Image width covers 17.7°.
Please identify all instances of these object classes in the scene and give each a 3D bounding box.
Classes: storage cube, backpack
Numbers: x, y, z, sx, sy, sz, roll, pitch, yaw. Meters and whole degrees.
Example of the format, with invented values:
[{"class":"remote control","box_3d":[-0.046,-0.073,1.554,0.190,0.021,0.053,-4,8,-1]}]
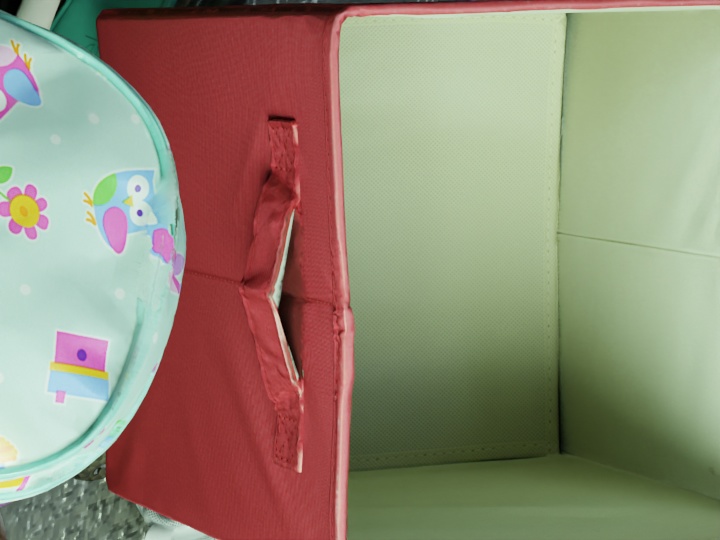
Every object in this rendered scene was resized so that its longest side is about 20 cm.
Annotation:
[{"class":"storage cube","box_3d":[0.028,-0.002,0.755,0.199,0.179,0.173,-5,98,-29]},{"class":"backpack","box_3d":[-0.144,-0.009,0.552,0.199,0.126,0.168,20,79,-21]}]

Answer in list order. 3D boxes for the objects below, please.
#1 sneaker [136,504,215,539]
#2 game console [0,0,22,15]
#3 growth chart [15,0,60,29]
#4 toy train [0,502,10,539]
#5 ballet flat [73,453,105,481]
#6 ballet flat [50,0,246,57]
[{"class":"sneaker","box_3d":[-0.031,0.041,0.960,0.115,0.075,0.201,25,86,-64]},{"class":"game console","box_3d":[-0.189,-0.069,0.679,0.201,0.116,0.176,-57,178,-25]},{"class":"growth chart","box_3d":[-0.050,-0.156,0.732,0.201,0.018,0.145,-56,-178,-20]},{"class":"toy train","box_3d":[-0.100,0.057,0.751,0.055,0.150,0.201,-20,140,-24]},{"class":"ballet flat","box_3d":[-0.058,0.002,0.904,0.067,0.046,0.200,51,58,-23]},{"class":"ballet flat","box_3d":[-0.059,-0.120,0.841,0.201,0.068,0.068,-56,159,-8]}]
